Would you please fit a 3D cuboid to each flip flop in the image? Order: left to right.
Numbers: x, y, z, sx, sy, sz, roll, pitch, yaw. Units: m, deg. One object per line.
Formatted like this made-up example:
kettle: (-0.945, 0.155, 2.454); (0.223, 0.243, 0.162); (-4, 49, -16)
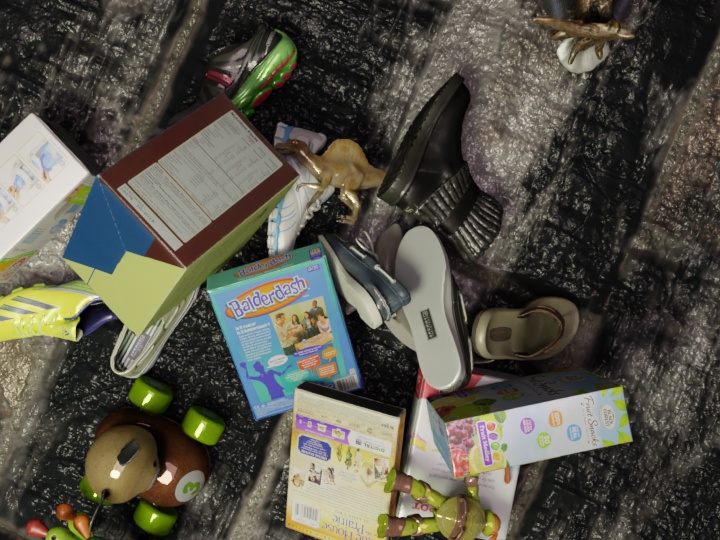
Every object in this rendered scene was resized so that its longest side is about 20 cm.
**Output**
flip flop: (0.218, 0.074, 1.070); (0.198, 0.057, 0.082); (0, 88, -43)

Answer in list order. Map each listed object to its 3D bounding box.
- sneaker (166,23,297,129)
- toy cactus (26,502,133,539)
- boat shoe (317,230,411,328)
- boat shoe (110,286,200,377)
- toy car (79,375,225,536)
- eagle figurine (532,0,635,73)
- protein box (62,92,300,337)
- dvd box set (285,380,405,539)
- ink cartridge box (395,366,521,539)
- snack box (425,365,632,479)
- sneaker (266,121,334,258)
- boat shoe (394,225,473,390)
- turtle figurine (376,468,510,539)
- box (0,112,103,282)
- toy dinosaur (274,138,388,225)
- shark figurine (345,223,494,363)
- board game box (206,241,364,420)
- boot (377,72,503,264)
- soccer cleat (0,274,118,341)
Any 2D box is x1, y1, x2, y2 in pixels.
sneaker: (-0.172, -0.239, 1.102); (0.199, 0.077, 0.084); (-40, 74, -3)
toy cactus: (-0.304, 0.359, 1.035); (0.163, 0.201, 0.103); (8, 52, 23)
boat shoe: (0.000, 0.000, 1.051); (0.061, 0.200, 0.076); (-27, 118, -10)
boat shoe: (-0.260, 0.050, 1.101); (0.071, 0.062, 0.202); (24, 89, -1)
toy car: (-0.270, 0.242, 1.036); (0.157, 0.200, 0.166); (29, 91, -1)
eagle figurine: (0.301, -0.373, 1.089); (0.151, 0.150, 0.202); (31, 53, -40)
protein box: (-0.211, -0.063, 0.994); (0.135, 0.198, 0.200); (46, 51, -1)
dvd box set: (-0.021, 0.253, 1.074); (0.145, 0.029, 0.203); (12, 108, 22)
ink cartridge box: (0.130, 0.228, 1.100); (0.144, 0.083, 0.203); (11, 91, -2)
snack box: (0.185, 0.168, 0.976); (0.197, 0.169, 0.069); (-10, 92, -3)
sneaker: (-0.077, -0.088, 1.100); (0.085, 0.075, 0.203); (4, 91, -7)
boat shoe: (0.092, 0.047, 1.038); (0.070, 0.063, 0.203); (-16, 75, 28)
turtle figurine: (0.103, 0.302, 1.015); (0.159, 0.064, 0.203); (13, 93, -13)
box: (-0.432, -0.086, 1.071); (0.200, 0.112, 0.101); (-44, 93, -1)
toy dinosaur: (-0.012, -0.112, 1.068); (0.198, 0.058, 0.103); (11, 86, -24)
shark figurine: (0.064, 0.061, 1.097); (0.128, 0.090, 0.215); (-38, 89, 1)
board game box: (-0.091, 0.079, 1.074); (0.150, 0.045, 0.202); (-15, 118, -1)
boot: (0.127, -0.131, 1.094); (0.157, 0.079, 0.213); (32, 74, -13)
soccer cleat: (-0.393, 0.058, 1.089); (0.198, 0.065, 0.085); (-18, 62, -3)
